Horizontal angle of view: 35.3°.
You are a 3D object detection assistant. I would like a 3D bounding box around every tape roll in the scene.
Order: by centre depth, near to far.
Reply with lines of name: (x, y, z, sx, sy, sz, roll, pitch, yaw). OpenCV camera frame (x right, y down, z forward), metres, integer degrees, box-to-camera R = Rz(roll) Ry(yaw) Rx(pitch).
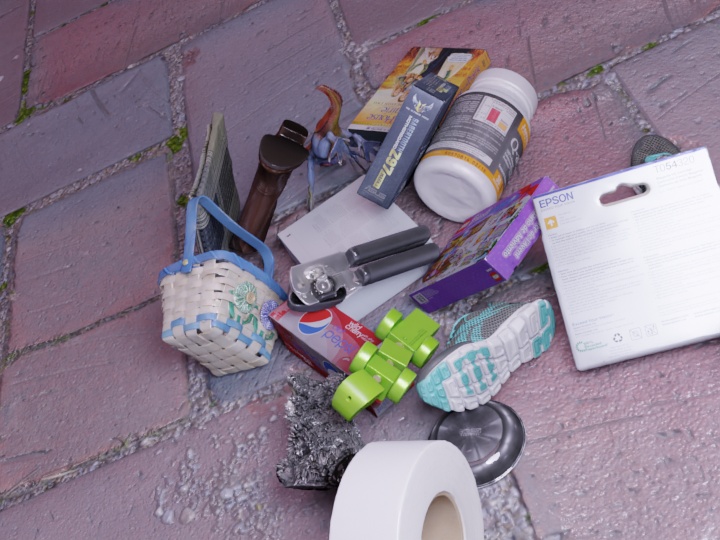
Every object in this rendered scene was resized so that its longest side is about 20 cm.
tape roll: (0.048, 0.260, 1.059, 0.071, 0.202, 0.203, -5, 45, 27)

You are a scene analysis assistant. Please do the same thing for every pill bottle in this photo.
pill bottle: (0.159, -0.170, 1.510, 0.116, 0.116, 0.200, 5, 51, 35)

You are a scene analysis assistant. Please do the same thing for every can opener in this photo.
can opener: (0.000, 0.000, 1.389, 0.200, 0.067, 0.053, -18, 70, -26)

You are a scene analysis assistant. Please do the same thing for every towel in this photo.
towel: (-0.210, -0.093, 1.604, 0.035, 0.193, 0.200, 0, 44, 6)

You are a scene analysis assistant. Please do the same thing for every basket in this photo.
basket: (-0.172, 0.023, 1.471, 0.139, 0.176, 0.200, -19, 55, 26)

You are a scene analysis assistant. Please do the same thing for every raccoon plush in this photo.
raccoon plush: (-0.016, 0.167, 1.224, 0.200, 0.097, 0.134, -16, 68, 50)

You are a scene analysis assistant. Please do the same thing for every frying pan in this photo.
frying pan: (0.142, 0.157, 1.248, 0.115, 0.031, 0.190, 14, 58, 37)

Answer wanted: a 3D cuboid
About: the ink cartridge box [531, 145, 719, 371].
ink cartridge box: (0.306, -0.010, 1.223, 0.196, 0.043, 0.200, -16, 81, 17)

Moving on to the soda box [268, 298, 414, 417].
soda box: (-0.025, 0.096, 1.378, 0.063, 0.070, 0.200, -40, 41, -16)

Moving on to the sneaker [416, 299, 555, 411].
sneaker: (0.127, 0.091, 1.270, 0.200, 0.078, 0.091, -28, 25, -34)

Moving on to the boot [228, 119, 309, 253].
boot: (-0.136, -0.093, 1.552, 0.200, 0.064, 0.186, -62, 1, 22)

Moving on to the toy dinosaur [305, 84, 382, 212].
toy dinosaur: (-0.038, -0.185, 1.620, 0.105, 0.200, 0.181, -17, 21, -22)

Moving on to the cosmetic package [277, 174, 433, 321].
cosmetic package: (-0.005, -0.030, 1.515, 0.151, 0.052, 0.200, -33, 39, -7)

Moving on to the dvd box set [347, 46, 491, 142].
dvd box set: (0.089, -0.266, 1.724, 0.146, 0.029, 0.200, 12, 54, 39)

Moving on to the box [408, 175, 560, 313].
box: (0.148, -0.027, 1.347, 0.137, 0.039, 0.200, -52, 10, -24)

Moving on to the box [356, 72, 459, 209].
box: (0.066, -0.175, 1.496, 0.158, 0.051, 0.200, -63, -2, 17)

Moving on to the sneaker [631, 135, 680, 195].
sneaker: (0.361, -0.108, 1.328, 0.078, 0.091, 0.200, -13, 41, 8)

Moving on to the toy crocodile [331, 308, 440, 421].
toy crocodile: (0.033, 0.099, 1.240, 0.067, 0.062, 0.200, 34, 34, 6)
